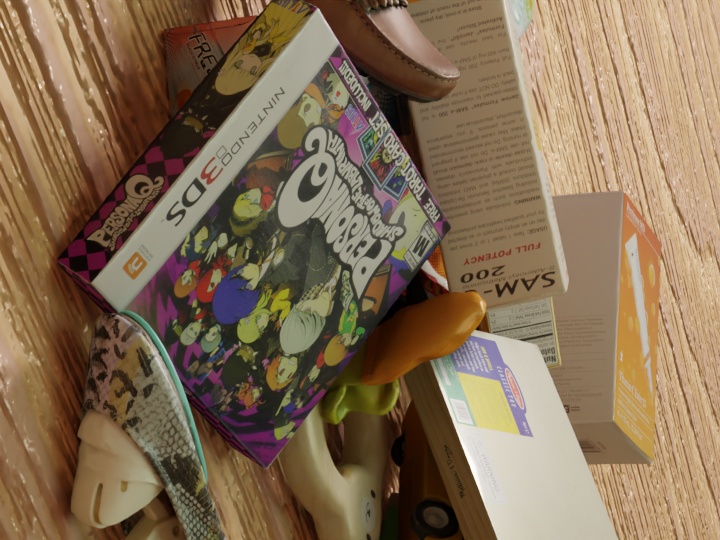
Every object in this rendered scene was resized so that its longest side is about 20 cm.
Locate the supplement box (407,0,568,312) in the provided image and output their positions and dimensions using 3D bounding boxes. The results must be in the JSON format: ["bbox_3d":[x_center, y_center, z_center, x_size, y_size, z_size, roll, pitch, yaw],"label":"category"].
[{"bbox_3d":[0.075,-0.079,1.056,0.126,0.073,0.202,-14,91,-82],"label":"supplement box"}]

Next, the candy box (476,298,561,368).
[{"bbox_3d":[0.096,-0.036,1.228,0.116,0.055,0.202,-114,-167,-74],"label":"candy box"}]

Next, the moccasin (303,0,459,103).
[{"bbox_3d":[-0.010,-0.181,0.945,0.202,0.078,0.074,55,21,11],"label":"moccasin"}]

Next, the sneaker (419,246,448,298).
[{"bbox_3d":[0.024,-0.032,1.129,0.200,0.072,0.078,63,23,-57],"label":"sneaker"}]

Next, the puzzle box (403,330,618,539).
[{"bbox_3d":[0.099,0.126,1.071,0.132,0.025,0.201,15,45,-44],"label":"puzzle box"}]

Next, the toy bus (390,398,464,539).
[{"bbox_3d":[0.063,0.156,1.097,0.201,0.077,0.065,-87,-167,-49],"label":"toy bus"}]

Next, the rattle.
[{"bbox_3d":[0.029,0.118,1.028,0.130,0.141,0.202,-54,131,-80],"label":"rattle"}]

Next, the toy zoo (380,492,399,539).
[{"bbox_3d":[0.030,0.270,1.139,0.132,0.020,0.201,61,34,-43],"label":"toy zoo"}]

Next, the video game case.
[{"bbox_3d":[-0.047,-0.015,0.900,0.182,0.036,0.200,-51,141,-14],"label":"video game case"}]

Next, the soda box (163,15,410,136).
[{"bbox_3d":[-0.038,-0.108,0.995,0.200,0.063,0.069,-12,97,-65],"label":"soda box"}]

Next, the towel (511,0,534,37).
[{"bbox_3d":[0.071,-0.228,1.199,0.200,0.048,0.173,-48,127,-59],"label":"towel"}]

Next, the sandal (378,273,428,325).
[{"bbox_3d":[0.000,0.000,1.057,0.045,0.074,0.201,-63,146,-29],"label":"sandal"}]

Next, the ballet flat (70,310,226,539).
[{"bbox_3d":[-0.103,0.120,0.826,0.072,0.071,0.202,-55,134,-54],"label":"ballet flat"}]

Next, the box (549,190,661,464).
[{"bbox_3d":[0.190,0.051,1.429,0.124,0.097,0.202,40,51,-57],"label":"box"}]
